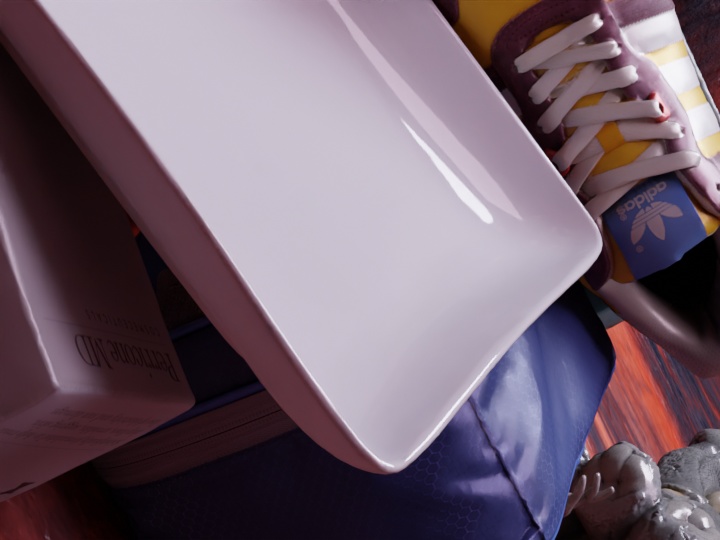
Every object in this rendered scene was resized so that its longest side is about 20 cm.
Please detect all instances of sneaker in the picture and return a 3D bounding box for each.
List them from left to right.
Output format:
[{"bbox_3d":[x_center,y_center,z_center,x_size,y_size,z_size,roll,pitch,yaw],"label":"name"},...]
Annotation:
[{"bbox_3d":[0.078,-0.049,0.815,0.200,0.075,0.090,50,14,-42],"label":"sneaker"}]

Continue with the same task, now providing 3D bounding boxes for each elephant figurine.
[{"bbox_3d":[0.143,0.158,1.276,0.142,0.155,0.200,48,10,30],"label":"elephant figurine"}]

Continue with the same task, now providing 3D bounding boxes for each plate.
[{"bbox_3d":[-0.028,-0.052,0.700,0.200,0.032,0.200,52,27,-1],"label":"plate"}]

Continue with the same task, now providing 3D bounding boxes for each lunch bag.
[{"bbox_3d":[-0.008,0.017,0.839,0.133,0.135,0.200,63,22,-17],"label":"lunch bag"}]

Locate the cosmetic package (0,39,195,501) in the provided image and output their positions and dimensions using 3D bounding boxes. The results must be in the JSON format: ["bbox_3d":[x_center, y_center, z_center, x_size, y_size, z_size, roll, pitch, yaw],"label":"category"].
[{"bbox_3d":[-0.119,-0.045,0.670,0.201,0.074,0.102,67,12,11],"label":"cosmetic package"}]

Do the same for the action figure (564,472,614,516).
[{"bbox_3d":[0.057,0.123,1.070,0.119,0.102,0.200,-80,148,-49],"label":"action figure"}]

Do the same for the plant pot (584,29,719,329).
[{"bbox_3d":[0.048,-0.076,1.225,0.197,0.195,0.200,63,2,-15],"label":"plant pot"}]
